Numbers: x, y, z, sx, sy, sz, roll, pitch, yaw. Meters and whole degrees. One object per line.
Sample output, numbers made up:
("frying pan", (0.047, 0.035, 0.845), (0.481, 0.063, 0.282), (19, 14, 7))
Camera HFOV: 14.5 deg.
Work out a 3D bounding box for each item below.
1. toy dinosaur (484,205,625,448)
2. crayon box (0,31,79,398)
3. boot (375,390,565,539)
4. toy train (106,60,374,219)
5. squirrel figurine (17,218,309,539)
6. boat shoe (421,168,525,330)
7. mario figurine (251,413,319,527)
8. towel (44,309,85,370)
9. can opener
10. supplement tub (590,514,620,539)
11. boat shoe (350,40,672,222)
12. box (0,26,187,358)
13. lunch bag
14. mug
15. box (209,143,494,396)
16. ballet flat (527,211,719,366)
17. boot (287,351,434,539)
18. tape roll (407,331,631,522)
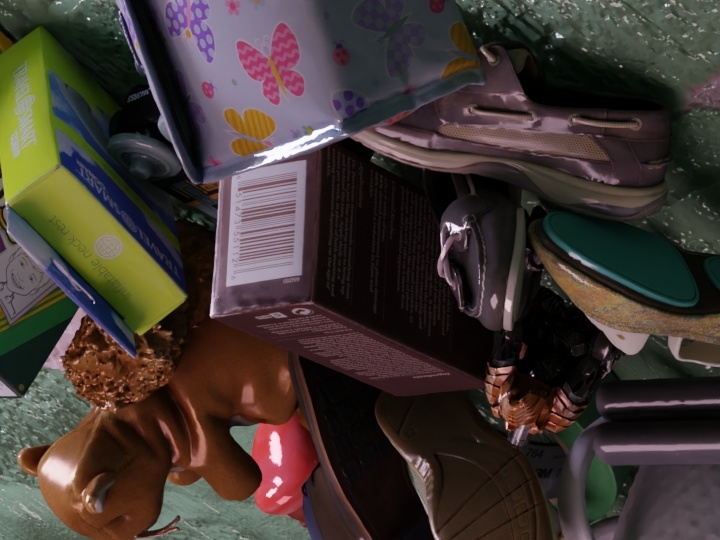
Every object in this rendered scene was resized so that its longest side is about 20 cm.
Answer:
("toy dinosaur", (0.115, 0.048, 1.620), (0.102, 0.136, 0.200), (18, -164, -12))
("crayon box", (-0.246, -0.049, 1.758), (0.058, 0.173, 0.200), (-3, 139, 50))
("boot", (0.092, 0.162, 1.732), (0.155, 0.072, 0.200), (54, -178, -41))
("toy train", (-0.061, -0.088, 1.633), (0.114, 0.085, 0.200), (29, 152, -30))
("squirrel figurine", (-0.138, 0.075, 1.827), (0.141, 0.187, 0.200), (33, 152, 46))
("boat shoe", (0.059, -0.018, 1.528), (0.057, 0.200, 0.067), (5, 111, 1))
("mario figurine", (0.009, 0.161, 1.976), (0.200, 0.123, 0.106), (47, -172, -13))
("towel", (-0.218, 0.010, 1.980), (0.191, 0.032, 0.200), (8, 145, 34))
("can opener", (0.237, 0.092, 1.637), (0.200, 0.053, 0.067), (-3, 155, 20))
("supplement tub", (0.200, 0.249, 1.878), (0.122, 0.123, 0.200), (14, 160, 26))
("boat shoe", (0.074, -0.088, 1.516), (0.200, 0.075, 0.073), (16, 108, 3))
("box", (-0.162, -0.050, 1.679), (0.048, 0.200, 0.122), (-36, 121, 12))
("lunch bag", (-0.058, -0.137, 1.437), (0.200, 0.127, 0.170), (-11, 100, 53))
("mug", (0.201, 0.165, 1.699), (0.200, 0.176, 0.148), (38, 150, -16))
("box", (0.000, 0.000, 1.609), (0.075, 0.100, 0.200), (-8, 160, 33))
("ballet flat", (0.169, 0.018, 1.527), (0.200, 0.071, 0.071), (9, 161, -27))
("boot", (-0.017, 0.127, 1.807), (0.097, 0.075, 0.200), (-9, 111, 49))
("tape roll", (0.080, 0.090, 1.822), (0.200, 0.048, 0.201), (22, 151, 13))
